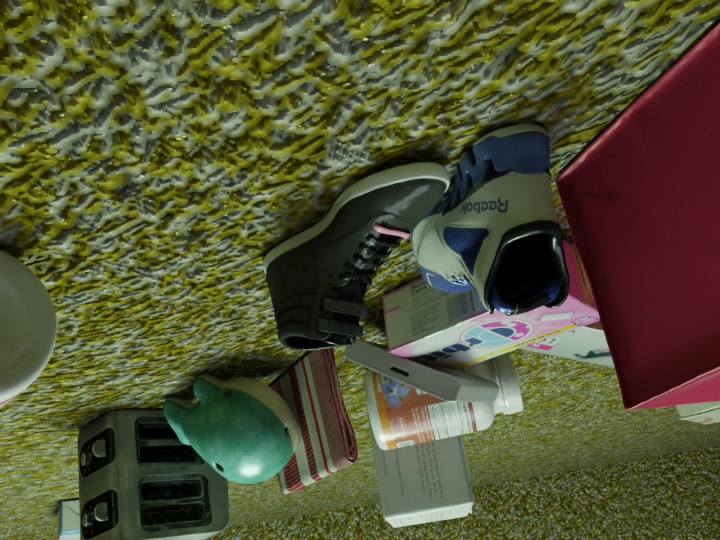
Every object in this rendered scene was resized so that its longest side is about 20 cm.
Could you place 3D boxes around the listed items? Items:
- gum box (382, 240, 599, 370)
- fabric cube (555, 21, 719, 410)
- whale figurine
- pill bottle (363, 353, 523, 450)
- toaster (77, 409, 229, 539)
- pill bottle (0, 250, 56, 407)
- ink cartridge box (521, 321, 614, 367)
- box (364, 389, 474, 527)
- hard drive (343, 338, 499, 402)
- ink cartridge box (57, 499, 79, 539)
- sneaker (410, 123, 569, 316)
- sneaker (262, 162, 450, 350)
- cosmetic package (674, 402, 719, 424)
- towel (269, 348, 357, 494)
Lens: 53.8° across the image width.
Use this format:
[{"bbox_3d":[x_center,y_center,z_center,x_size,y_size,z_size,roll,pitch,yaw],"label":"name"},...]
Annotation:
[{"bbox_3d":[0.126,0.037,0.712,0.200,0.066,0.113,-27,146,35],"label":"gum box"},{"bbox_3d":[0.293,-0.026,0.488,0.199,0.200,0.196,1,155,-23],"label":"fabric cube"},{"bbox_3d":[-0.176,0.205,0.889,0.200,0.104,0.159,-4,122,32],"label":"whale figurine"},{"bbox_3d":[0.112,0.169,0.964,0.199,0.112,0.112,-13,157,4],"label":"pill bottle"},{"bbox_3d":[-0.285,0.298,0.995,0.200,0.181,0.119,11,147,-39],"label":"toaster"},{"bbox_3d":[-0.327,0.071,0.538,0.119,0.120,0.200,13,147,-43],"label":"pill bottle"},{"bbox_3d":[0.281,0.053,0.799,0.199,0.044,0.174,12,153,-10],"label":"ink cartridge box"},{"bbox_3d":[0.090,0.280,1.094,0.130,0.200,0.199,-10,156,2],"label":"box"},{"bbox_3d":[0.078,0.118,0.820,0.132,0.027,0.200,20,179,24],"label":"hard drive"},{"bbox_3d":[-0.609,0.555,1.576,0.115,0.068,0.200,1,153,-26],"label":"ink cartridge box"},{"bbox_3d":[0.098,-0.009,0.550,0.080,0.115,0.200,-4,156,-13],"label":"sneaker"},{"bbox_3d":[0.000,0.000,0.548,0.071,0.099,0.200,15,145,-42],"label":"sneaker"},{"bbox_3d":[0.661,0.233,1.361,0.087,0.104,0.200,-27,151,30],"label":"cosmetic package"},{"bbox_3d":[-0.069,0.193,0.898,0.023,0.144,0.200,-1,155,-31],"label":"towel"}]
